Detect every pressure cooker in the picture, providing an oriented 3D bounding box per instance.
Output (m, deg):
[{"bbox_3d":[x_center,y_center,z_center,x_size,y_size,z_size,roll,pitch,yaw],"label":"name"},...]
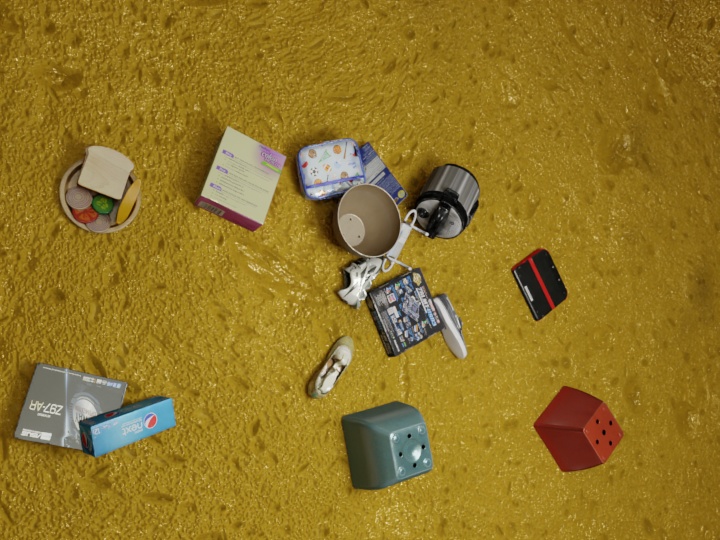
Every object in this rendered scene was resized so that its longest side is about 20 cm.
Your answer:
[{"bbox_3d":[0.253,-0.194,1.826,0.178,0.175,0.202,58,48,-35],"label":"pressure cooker"}]

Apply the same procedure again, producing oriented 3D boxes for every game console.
[{"bbox_3d":[0.611,0.044,2.068,0.175,0.031,0.203,-30,95,-23],"label":"game console"}]

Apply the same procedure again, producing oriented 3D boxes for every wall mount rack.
[{"bbox_3d":[0.124,-0.076,1.743,0.204,0.074,0.173,-64,154,5],"label":"wall mount rack"}]

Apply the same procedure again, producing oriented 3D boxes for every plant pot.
[{"bbox_3d":[0.089,0.472,1.622,0.192,0.199,0.201,-8,86,-27],"label":"plant pot"},{"bbox_3d":[0.718,0.514,1.957,0.199,0.175,0.202,-39,100,-27],"label":"plant pot"},{"bbox_3d":[-0.001,-0.127,1.713,0.196,0.134,0.206,5,80,-26],"label":"plant pot"}]

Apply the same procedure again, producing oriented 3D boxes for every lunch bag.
[{"bbox_3d":[-0.080,-0.279,1.714,0.195,0.075,0.165,-12,90,-15],"label":"lunch bag"}]

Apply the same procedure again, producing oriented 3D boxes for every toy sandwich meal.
[{"bbox_3d":[-0.610,-0.192,1.441,0.200,0.070,0.211,5,79,-27],"label":"toy sandwich meal"}]

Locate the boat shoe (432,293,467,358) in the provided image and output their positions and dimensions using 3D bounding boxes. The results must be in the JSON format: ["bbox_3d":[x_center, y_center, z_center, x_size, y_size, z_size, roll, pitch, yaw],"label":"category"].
[{"bbox_3d":[0.281,0.167,1.851,0.067,0.072,0.203,-27,87,-26],"label":"boat shoe"}]

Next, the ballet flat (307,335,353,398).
[{"bbox_3d":[-0.069,0.263,1.650,0.071,0.070,0.201,44,65,-14],"label":"ballet flat"}]

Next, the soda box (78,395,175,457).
[{"bbox_3d":[-0.518,0.345,1.362,0.198,0.063,0.070,-13,98,-48],"label":"soda box"}]

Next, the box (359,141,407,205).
[{"bbox_3d":[0.042,-0.267,1.815,0.121,0.032,0.201,-43,99,-26],"label":"box"}]

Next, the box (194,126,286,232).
[{"bbox_3d":[-0.314,-0.236,1.590,0.173,0.096,0.205,23,72,-22],"label":"box"}]

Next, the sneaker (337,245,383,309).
[{"bbox_3d":[0.000,0.000,1.726,0.088,0.074,0.203,35,67,-20],"label":"sneaker"}]

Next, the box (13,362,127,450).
[{"bbox_3d":[-0.641,0.308,1.355,0.196,0.043,0.164,20,73,-24],"label":"box"}]

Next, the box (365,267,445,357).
[{"bbox_3d":[0.130,0.121,1.788,0.196,0.049,0.204,-25,93,-29],"label":"box"}]
